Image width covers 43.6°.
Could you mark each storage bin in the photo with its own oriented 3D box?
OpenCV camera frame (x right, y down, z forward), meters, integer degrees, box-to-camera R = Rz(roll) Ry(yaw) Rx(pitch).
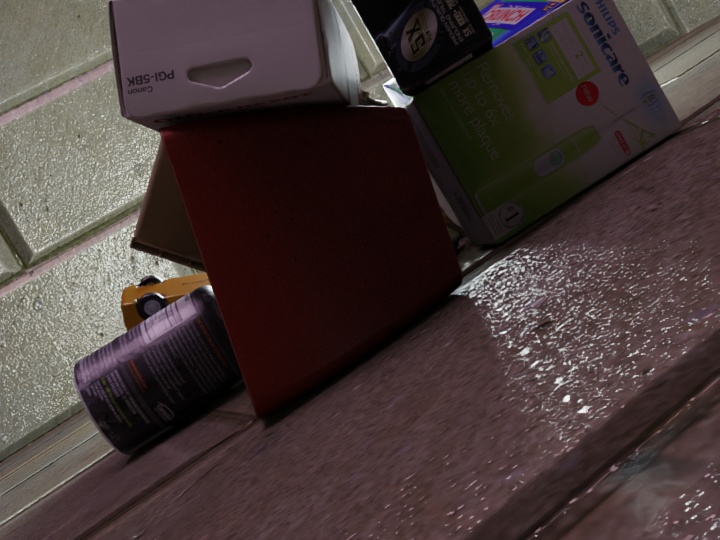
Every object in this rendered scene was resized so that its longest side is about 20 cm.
[{"bbox_3d":[-0.091,-0.092,0.841,0.094,0.196,0.203,-112,40,-83],"label":"storage bin"}]

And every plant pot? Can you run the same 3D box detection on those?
[{"bbox_3d":[-0.034,-0.025,0.694,0.174,0.202,0.200,-20,2,-8],"label":"plant pot"}]

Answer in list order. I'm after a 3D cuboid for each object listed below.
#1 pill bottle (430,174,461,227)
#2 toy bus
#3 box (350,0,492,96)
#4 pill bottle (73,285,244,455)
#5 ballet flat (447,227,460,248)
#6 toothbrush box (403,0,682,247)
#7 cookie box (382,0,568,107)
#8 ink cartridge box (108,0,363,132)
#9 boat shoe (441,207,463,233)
[{"bbox_3d":[0.168,-0.131,0.934,0.198,0.113,0.112,-31,4,-7],"label":"pill bottle"},{"bbox_3d":[-0.155,0.040,0.976,0.197,0.079,0.065,-10,20,-11],"label":"toy bus"},{"bbox_3d":[0.042,-0.245,0.792,0.085,0.165,0.200,-29,5,12],"label":"box"},{"bbox_3d":[-0.172,0.086,0.892,0.198,0.107,0.106,-31,4,-4],"label":"pill bottle"},{"bbox_3d":[0.043,-0.020,0.866,0.067,0.063,0.200,-29,4,30],"label":"ballet flat"},{"bbox_3d":[0.156,-0.134,0.805,0.198,0.147,0.086,-31,3,-7],"label":"toothbrush box"},{"bbox_3d":[0.144,-0.235,1.046,0.199,0.076,0.171,-37,24,-2],"label":"cookie box"},{"bbox_3d":[-0.081,-0.149,0.675,0.145,0.084,0.200,-8,0,6],"label":"ink cartridge box"},{"bbox_3d":[0.077,-0.076,1.014,0.198,0.073,0.076,-22,-25,17],"label":"boat shoe"}]
